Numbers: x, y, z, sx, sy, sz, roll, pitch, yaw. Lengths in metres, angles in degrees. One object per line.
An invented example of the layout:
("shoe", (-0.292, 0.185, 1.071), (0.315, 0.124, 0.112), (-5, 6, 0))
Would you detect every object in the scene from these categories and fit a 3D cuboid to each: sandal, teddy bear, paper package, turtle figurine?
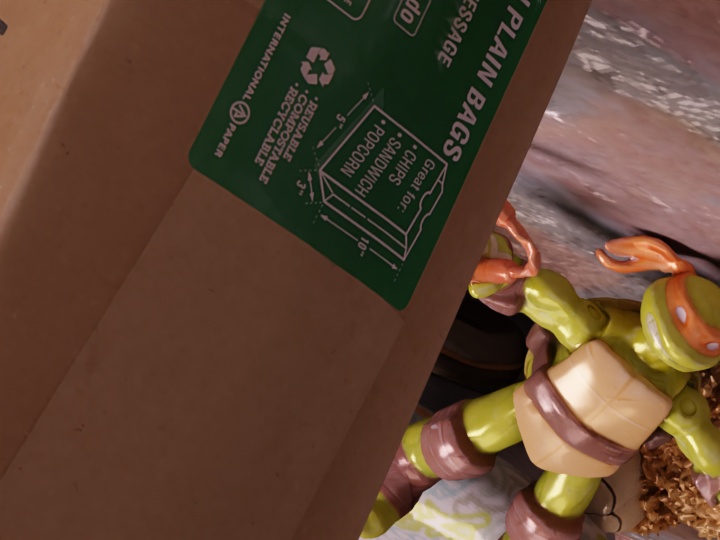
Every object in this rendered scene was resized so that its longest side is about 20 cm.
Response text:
("sandal", (0.000, 0.000, 0.770), (0.082, 0.055, 0.200), (30, -171, 39))
("teddy bear", (0.145, 0.075, 0.779), (0.200, 0.067, 0.145), (18, 164, 22))
("paper package", (-0.068, -0.021, 0.454), (0.190, 0.200, 0.103), (10, 161, 49))
("turtle figurine", (0.062, 0.039, 0.704), (0.200, 0.064, 0.161), (37, 128, -12))

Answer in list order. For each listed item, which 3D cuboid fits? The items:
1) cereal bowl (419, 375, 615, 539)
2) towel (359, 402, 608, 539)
("cereal bowl", (0.035, 0.102, 1.048), (0.200, 0.083, 0.200), (23, 168, 5))
("towel", (0.003, 0.094, 0.863), (0.171, 0.048, 0.200), (30, 157, 7))
